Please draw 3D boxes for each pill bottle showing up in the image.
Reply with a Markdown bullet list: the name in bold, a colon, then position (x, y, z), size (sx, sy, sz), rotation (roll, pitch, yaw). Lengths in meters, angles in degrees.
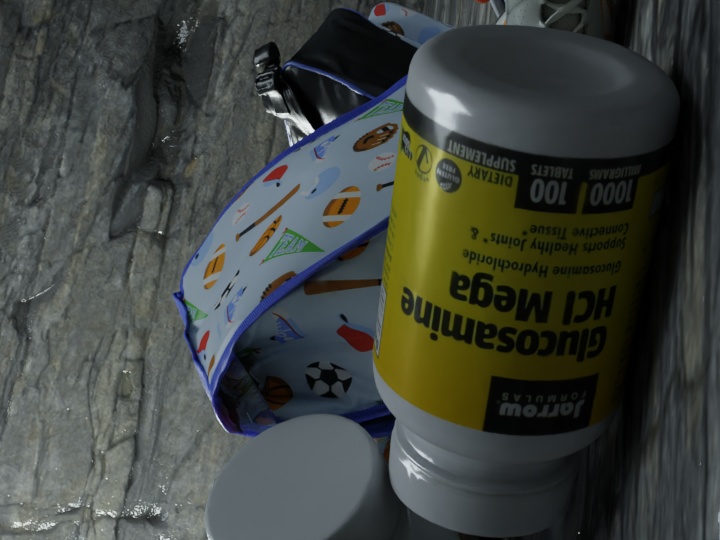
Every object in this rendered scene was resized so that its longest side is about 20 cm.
- **pill bottle**: position (0.006, 0.169, 0.798), size (0.115, 0.113, 0.201), rotation (-85, -27, -49)
- **pill bottle**: position (0.064, 0.007, 0.690), size (0.113, 0.111, 0.202), rotation (-86, 2, -64)

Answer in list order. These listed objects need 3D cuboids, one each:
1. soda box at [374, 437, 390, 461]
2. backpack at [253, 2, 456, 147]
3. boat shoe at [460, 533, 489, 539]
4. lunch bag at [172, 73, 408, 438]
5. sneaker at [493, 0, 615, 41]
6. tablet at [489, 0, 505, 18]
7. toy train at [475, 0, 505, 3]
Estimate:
- **soda box**: position (0.026, 0.117, 1.087), size (0.200, 0.068, 0.064), rotation (15, -100, -63)
- **backpack**: position (0.032, -0.089, 1.202), size (0.154, 0.199, 0.191), rotation (-44, -26, -34)
- **boat shoe**: position (0.047, 0.208, 1.168), size (0.200, 0.073, 0.076), rotation (100, -174, -74)
- **lunch bag**: position (0.000, 0.000, 0.854), size (0.124, 0.199, 0.170), rotation (62, 177, -23)
- **sneaker**: position (0.103, -0.123, 0.812), size (0.201, 0.075, 0.093), rotation (84, -177, -59)
- **tablet**: position (0.091, -0.246, 1.142), size (0.200, 0.014, 0.131), rotation (54, -146, -49)
- **toy train**: position (0.090, -0.249, 1.008), size (0.085, 0.113, 0.202), rotation (-31, 48, 42)
